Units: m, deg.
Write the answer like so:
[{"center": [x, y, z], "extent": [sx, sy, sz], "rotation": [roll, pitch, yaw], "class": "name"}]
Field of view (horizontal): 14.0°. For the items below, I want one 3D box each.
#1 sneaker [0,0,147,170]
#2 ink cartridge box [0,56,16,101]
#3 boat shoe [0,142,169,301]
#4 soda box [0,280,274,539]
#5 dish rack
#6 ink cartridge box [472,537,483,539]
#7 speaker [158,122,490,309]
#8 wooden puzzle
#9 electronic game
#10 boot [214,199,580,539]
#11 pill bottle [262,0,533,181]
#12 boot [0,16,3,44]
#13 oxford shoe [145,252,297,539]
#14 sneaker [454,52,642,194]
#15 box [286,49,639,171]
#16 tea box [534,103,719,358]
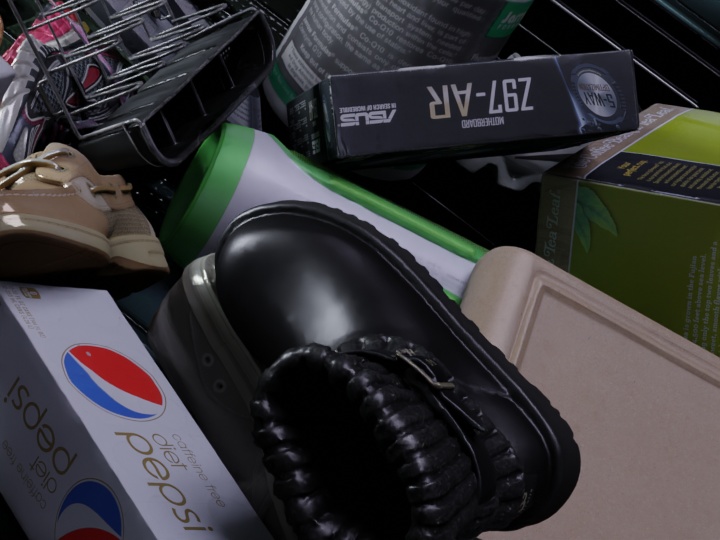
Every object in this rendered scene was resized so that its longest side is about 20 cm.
[{"center": [-0.155, -0.080, 1.485], "extent": [0.075, 0.081, 0.200], "rotation": [35, 24, -4], "class": "sneaker"}, {"center": [-0.266, -0.038, 1.145], "extent": [0.146, 0.200, 0.147], "rotation": [42, 27, 18], "class": "ink cartridge box"}, {"center": [-0.148, -0.022, 1.345], "extent": [0.200, 0.071, 0.065], "rotation": [19, 51, -77], "class": "boat shoe"}, {"center": [-0.105, 0.093, 1.257], "extent": [0.068, 0.064, 0.200], "rotation": [6, 37, -44], "class": "soda box"}, {"center": [-0.128, -0.157, 1.447], "extent": [0.200, 0.055, 0.153], "rotation": [64, 29, -16], "class": "dish rack"}, {"center": [0.055, 0.203, 1.221], "extent": [0.146, 0.085, 0.200], "rotation": [19, 30, -24], "class": "ink cartridge box"}, {"center": [0.000, 0.000, 1.512], "extent": [0.200, 0.088, 0.088], "rotation": [27, 26, -12], "class": "speaker"}, {"center": [0.123, 0.104, 1.458], "extent": [0.200, 0.037, 0.185], "rotation": [26, 57, -10], "class": "wooden puzzle"}, {"center": [-0.125, -0.144, 1.614], "extent": [0.200, 0.042, 0.200], "rotation": [47, 6, -7], "class": "electronic game"}, {"center": [-0.013, 0.044, 1.253], "extent": [0.211, 0.079, 0.158], "rotation": [37, 21, 23], "class": "boot"}, {"center": [0.036, -0.161, 1.702], "extent": [0.113, 0.200, 0.113], "rotation": [26, 27, -14], "class": "pill bottle"}, {"center": [-0.204, -0.059, 1.301], "extent": [0.077, 0.155, 0.200], "rotation": [30, 25, 5], "class": "boot"}, {"center": [-0.040, 0.086, 1.358], "extent": [0.075, 0.058, 0.200], "rotation": [4, 52, -56], "class": "oxford shoe"}, {"center": [0.154, -0.082, 1.831], "extent": [0.200, 0.089, 0.074], "rotation": [15, 29, -36], "class": "sneaker"}, {"center": [0.050, -0.084, 1.575], "extent": [0.160, 0.044, 0.200], "rotation": [-6, 0, -9], "class": "box"}, {"center": [0.217, 0.000, 1.623], "extent": [0.197, 0.134, 0.200], "rotation": [12, 19, 22], "class": "tea box"}]
